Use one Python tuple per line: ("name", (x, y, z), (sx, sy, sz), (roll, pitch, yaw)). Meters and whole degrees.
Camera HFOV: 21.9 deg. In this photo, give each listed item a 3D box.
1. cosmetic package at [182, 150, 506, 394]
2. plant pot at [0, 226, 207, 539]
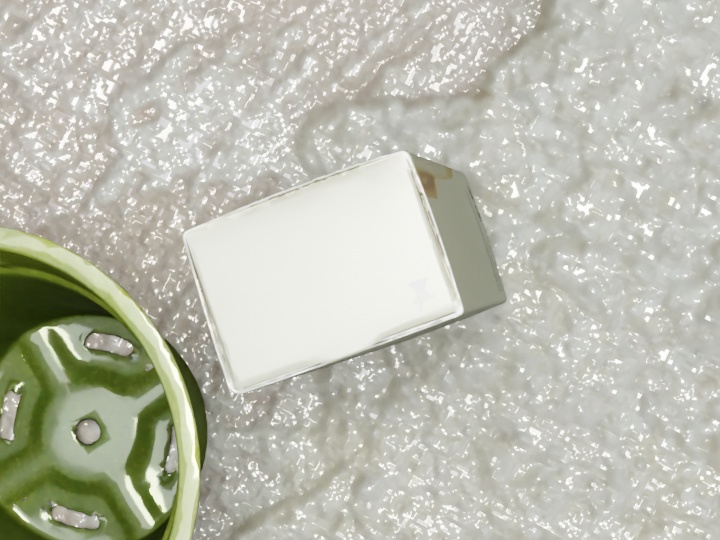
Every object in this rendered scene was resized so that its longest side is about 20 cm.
("cosmetic package", (0.000, 0.000, 0.825), (0.105, 0.200, 0.071), (-20, 87, 8))
("plant pot", (-0.149, 0.080, 0.853), (0.199, 0.190, 0.201), (0, 91, 9))
